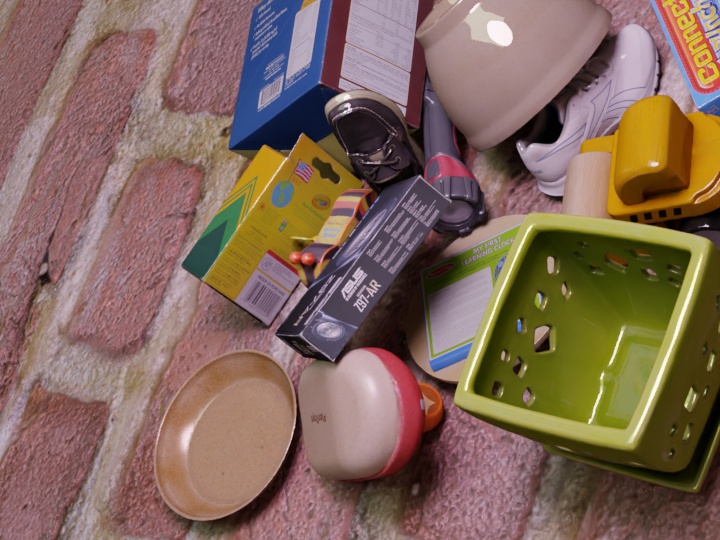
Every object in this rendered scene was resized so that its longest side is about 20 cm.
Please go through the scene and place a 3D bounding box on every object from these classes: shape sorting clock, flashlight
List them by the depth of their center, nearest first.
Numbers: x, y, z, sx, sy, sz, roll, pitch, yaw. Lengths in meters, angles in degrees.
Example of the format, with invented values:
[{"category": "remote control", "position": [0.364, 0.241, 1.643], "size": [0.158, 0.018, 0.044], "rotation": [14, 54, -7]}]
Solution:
[{"category": "shape sorting clock", "position": [0.132, 0.029, 1.618], "size": [0.200, 0.039, 0.200], "rotation": [-23, 49, 28]}, {"category": "flashlight", "position": [0.098, -0.132, 1.719], "size": [0.068, 0.068, 0.200], "rotation": [1, 49, -1]}]

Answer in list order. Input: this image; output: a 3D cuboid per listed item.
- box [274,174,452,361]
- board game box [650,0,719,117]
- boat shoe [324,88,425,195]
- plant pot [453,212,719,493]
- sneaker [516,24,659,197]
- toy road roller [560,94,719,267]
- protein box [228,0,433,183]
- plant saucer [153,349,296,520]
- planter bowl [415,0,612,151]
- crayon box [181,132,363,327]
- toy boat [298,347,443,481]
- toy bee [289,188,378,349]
[{"category": "box", "position": [0.000, 0.000, 1.596], "size": [0.200, 0.044, 0.160], "rotation": [-53, 8, -8]}, {"category": "board game box", "position": [0.402, -0.266, 1.571], "size": [0.196, 0.056, 0.200], "rotation": [-30, 49, 20]}, {"category": "boat shoe", "position": [0.025, -0.124, 1.687], "size": [0.072, 0.201, 0.066], "rotation": [-21, 60, 14]}, {"category": "plant pot", "position": [0.233, 0.082, 1.408], "size": [0.199, 0.181, 0.200], "rotation": [12, 72, 41]}, {"category": "sneaker", "position": [0.237, -0.173, 1.625], "size": [0.075, 0.087, 0.200], "rotation": [27, 82, 45]}, {"category": "toy road roller", "position": [0.269, -0.093, 1.509], "size": [0.200, 0.146, 0.123], "rotation": [-9, 59, 34]}, {"category": "protein box", "position": [-0.033, -0.233, 1.797], "size": [0.199, 0.135, 0.200], "rotation": [-29, 46, 50]}, {"category": "plant saucer", "position": [-0.142, 0.185, 1.743], "size": [0.200, 0.035, 0.200], "rotation": [-20, 54, 29]}, {"category": "planter bowl", "position": [0.143, -0.242, 1.645], "size": [0.200, 0.135, 0.200], "rotation": [-45, 11, 11]}, {"category": "crayon box", "position": [-0.097, -0.051, 1.788], "size": [0.051, 0.127, 0.200], "rotation": [31, 84, 45]}, {"category": "toy boat", "position": [0.022, 0.142, 1.586], "size": [0.200, 0.131, 0.131], "rotation": [156, 108, -70]}, {"category": "toy bee", "position": [-0.023, -0.014, 1.720], "size": [0.131, 0.109, 0.200], "rotation": [-17, 55, 28]}]
